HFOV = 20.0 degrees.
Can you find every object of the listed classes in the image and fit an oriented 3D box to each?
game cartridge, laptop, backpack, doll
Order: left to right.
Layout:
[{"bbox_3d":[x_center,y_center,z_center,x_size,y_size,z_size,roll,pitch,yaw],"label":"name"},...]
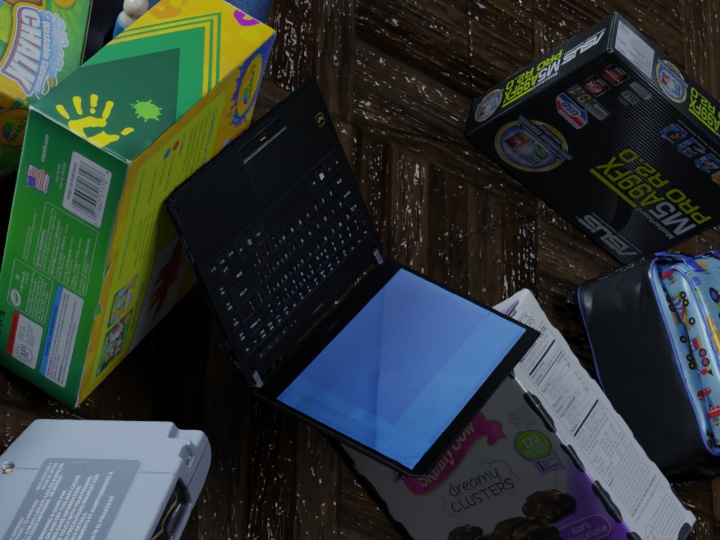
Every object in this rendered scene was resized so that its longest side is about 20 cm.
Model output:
[{"bbox_3d":[-0.174,0.165,1.134,0.201,0.132,0.041,-66,150,-43],"label":"game cartridge"},{"bbox_3d":[-0.172,-0.190,1.331,0.048,0.136,0.202,-10,105,-24],"label":"doll"},{"bbox_3d":[0.000,0.000,1.239,0.177,0.102,0.202,-45,119,-50],"label":"laptop"},{"bbox_3d":[0.282,0.074,1.631,0.199,0.134,0.184,0,70,-47],"label":"backpack"}]

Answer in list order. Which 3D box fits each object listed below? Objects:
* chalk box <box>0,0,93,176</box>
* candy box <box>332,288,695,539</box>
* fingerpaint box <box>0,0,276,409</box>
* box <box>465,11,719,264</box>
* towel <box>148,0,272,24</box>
[{"bbox_3d":[-0.241,-0.135,1.228,0.199,0.124,0.126,25,53,-33],"label":"chalk box"},{"bbox_3d":[0.099,0.136,1.389,0.201,0.167,0.072,52,41,-9],"label":"candy box"},{"bbox_3d":[-0.139,-0.047,1.225,0.073,0.201,0.167,29,43,12],"label":"fingerpaint box"},{"bbox_3d":[0.209,-0.099,1.627,0.199,0.160,0.045,37,46,-25],"label":"box"},{"bbox_3d":[-0.093,-0.218,1.427,0.049,0.111,0.201,42,45,-34],"label":"towel"}]
